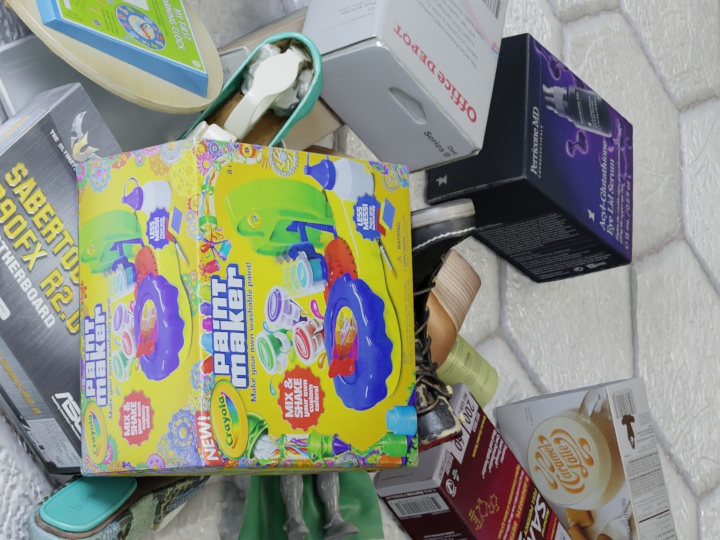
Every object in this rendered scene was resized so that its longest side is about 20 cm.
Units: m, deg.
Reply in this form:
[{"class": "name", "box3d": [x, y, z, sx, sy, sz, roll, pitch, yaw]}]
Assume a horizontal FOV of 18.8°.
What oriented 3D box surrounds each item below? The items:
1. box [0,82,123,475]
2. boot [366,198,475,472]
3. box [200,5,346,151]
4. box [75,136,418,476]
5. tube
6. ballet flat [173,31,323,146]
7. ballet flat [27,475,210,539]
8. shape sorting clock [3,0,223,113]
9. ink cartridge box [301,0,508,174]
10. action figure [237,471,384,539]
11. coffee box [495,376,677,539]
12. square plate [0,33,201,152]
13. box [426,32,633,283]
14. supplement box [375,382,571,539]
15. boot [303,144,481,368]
[{"class": "box", "box3d": [-0.190, 0.006, 1.399, 0.158, 0.048, 0.200, -47, 117, -38]}, {"class": "boot", "box3d": [0.034, 0.046, 1.503, 0.073, 0.200, 0.151, -11, 76, -40]}, {"class": "box", "box3d": [-0.053, -0.146, 1.675, 0.200, 0.078, 0.095, -38, 109, -55]}, {"class": "box", "box3d": [-0.072, 0.030, 1.397, 0.192, 0.122, 0.201, 4, 81, -45]}, {"class": "tube", "box3d": [0.035, 0.045, 1.767, 0.200, 0.052, 0.058, 43, 11, -30]}, {"class": "ballet flat", "box3d": [-0.091, -0.095, 1.508, 0.200, 0.067, 0.070, -54, 169, -26]}, {"class": "ballet flat", "box3d": [-0.154, 0.151, 1.430, 0.200, 0.074, 0.075, -31, 104, -53]}, {"class": "shape sorting clock", "box3d": [-0.176, -0.180, 1.480, 0.200, 0.039, 0.200, 30, 30, -19]}, {"class": "ink cartridge box", "box3d": [0.037, -0.197, 1.678, 0.145, 0.087, 0.201, 44, 42, -37]}, {"class": "action figure", "box3d": [-0.042, 0.097, 1.584, 0.118, 0.055, 0.201, 3, 70, -31]}, {"class": "coffee box", "box3d": [0.203, 0.204, 1.905, 0.080, 0.114, 0.201, -8, 86, -58]}, {"class": "square plate", "box3d": [-0.171, -0.082, 1.516, 0.200, 0.028, 0.199, -36, 110, -55]}, {"class": "box", "box3d": [0.155, -0.097, 1.952, 0.200, 0.104, 0.149, 32, 53, -48]}, {"class": "supplement box", "box3d": [0.096, 0.201, 1.790, 0.200, 0.061, 0.109, 55, 38, -31]}, {"class": "boot", "box3d": [-0.012, 0.012, 1.680, 0.200, 0.077, 0.155, 44, 60, -18]}]
